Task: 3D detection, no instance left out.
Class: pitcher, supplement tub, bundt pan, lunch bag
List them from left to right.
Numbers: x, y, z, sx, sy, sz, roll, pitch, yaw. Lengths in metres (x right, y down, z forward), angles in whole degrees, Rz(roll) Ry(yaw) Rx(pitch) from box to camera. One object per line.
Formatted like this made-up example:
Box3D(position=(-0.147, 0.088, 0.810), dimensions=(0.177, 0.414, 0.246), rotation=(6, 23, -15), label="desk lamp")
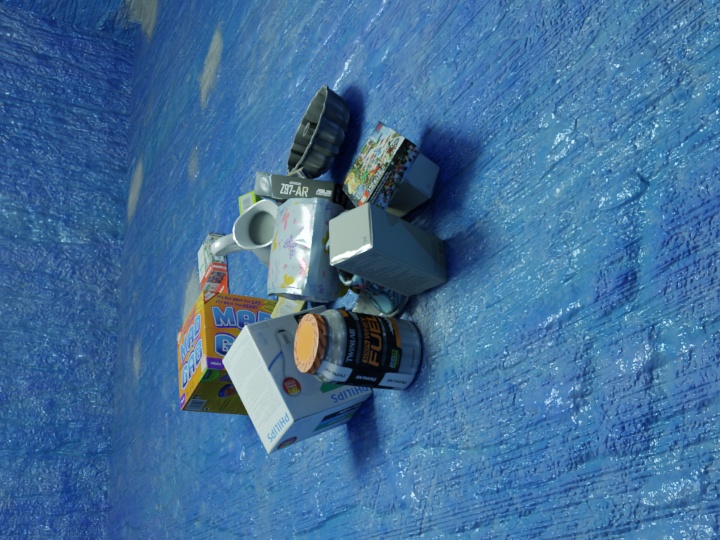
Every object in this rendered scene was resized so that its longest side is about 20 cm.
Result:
Box3D(position=(-0.198, -0.068, 1.756), dimensions=(0.168, 0.200, 0.124), rotation=(-22, 82, 12), label="pitcher")
Box3D(position=(-0.091, -0.031, 1.546), dimensions=(0.200, 0.124, 0.174), rotation=(161, 115, -76), label="lunch bag")
Box3D(position=(-0.083, -0.284, 1.863), dimensions=(0.203, 0.074, 0.204), rotation=(-57, 20, 33), label="bundt pan")
Box3D(position=(-0.006, 0.134, 1.488), dimensions=(0.122, 0.196, 0.126), rotation=(-26, 60, 57), label="supplement tub")

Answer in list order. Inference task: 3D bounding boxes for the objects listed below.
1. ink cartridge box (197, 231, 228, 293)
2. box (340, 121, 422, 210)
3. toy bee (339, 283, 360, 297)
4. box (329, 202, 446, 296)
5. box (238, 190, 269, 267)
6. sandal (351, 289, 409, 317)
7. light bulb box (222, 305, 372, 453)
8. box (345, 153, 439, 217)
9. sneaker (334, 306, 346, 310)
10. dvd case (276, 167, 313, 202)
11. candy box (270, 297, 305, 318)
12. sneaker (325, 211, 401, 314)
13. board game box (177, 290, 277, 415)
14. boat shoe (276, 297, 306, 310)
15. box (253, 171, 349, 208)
Box3D(position=(-0.419, 0.004, 2.495), dimensions=(0.109, 0.049, 0.204), rotation=(-51, 39, 45), label="ink cartridge box")
Box3D(position=(0.031, -0.171, 1.486), dimensions=(0.138, 0.037, 0.200), rotation=(-58, 18, 8), label="box")
Box3D(position=(0.000, 0.000, 1.636), dimensions=(0.130, 0.109, 0.200), rotation=(-39, 8, -1), label="toy bee")
Box3D(position=(0.046, -0.030, 1.417), dimensions=(0.094, 0.198, 0.080), rotation=(-20, 62, 34), label="box")
Box3D(position=(-0.201, -0.071, 1.949), dimensions=(0.047, 0.201, 0.124), rotation=(-20, 54, 13), label="box")
Box3D(position=(0.031, 0.062, 1.594), dimensions=(0.204, 0.082, 0.050), rotation=(-54, -6, 32), label="sandal")
Box3D(position=(-0.118, 0.198, 1.634), dimensions=(0.202, 0.195, 0.125), rotation=(58, 136, 21), label="light bulb box")
Box3D(position=(0.053, -0.141, 1.569), dimensions=(0.199, 0.081, 0.069), rotation=(-30, 33, 55), label="box")
Box3D(position=(-0.080, 0.138, 1.785), dimensions=(0.199, 0.075, 0.091), rotation=(-32, 72, 62), label="sneaker")
Box3D(position=(-0.119, -0.142, 1.876), dimensions=(0.016, 0.149, 0.199), rotation=(-46, 17, -24), label="dvd case")
Box3D(position=(-0.111, 0.007, 1.818), dimensions=(0.202, 0.054, 0.116), rotation=(-61, 2, 25), label="candy box")
Box3D(position=(-0.003, 0.006, 1.488), dimensions=(0.078, 0.202, 0.096), rotation=(-12, 30, 38), label="sneaker")
Box3D(position=(-0.302, 0.197, 2.045), dimensions=(0.201, 0.196, 0.204), rotation=(-51, 39, 44), label="board game box")
Box3D(position=(-0.159, 0.109, 1.929), dimensions=(0.063, 0.072, 0.206), rotation=(-27, 62, 48), label="boat shoe")
Box3D(position=(-0.094, -0.145, 1.673), dimensions=(0.200, 0.156, 0.045), rotation=(5, -85, -74), label="box")
